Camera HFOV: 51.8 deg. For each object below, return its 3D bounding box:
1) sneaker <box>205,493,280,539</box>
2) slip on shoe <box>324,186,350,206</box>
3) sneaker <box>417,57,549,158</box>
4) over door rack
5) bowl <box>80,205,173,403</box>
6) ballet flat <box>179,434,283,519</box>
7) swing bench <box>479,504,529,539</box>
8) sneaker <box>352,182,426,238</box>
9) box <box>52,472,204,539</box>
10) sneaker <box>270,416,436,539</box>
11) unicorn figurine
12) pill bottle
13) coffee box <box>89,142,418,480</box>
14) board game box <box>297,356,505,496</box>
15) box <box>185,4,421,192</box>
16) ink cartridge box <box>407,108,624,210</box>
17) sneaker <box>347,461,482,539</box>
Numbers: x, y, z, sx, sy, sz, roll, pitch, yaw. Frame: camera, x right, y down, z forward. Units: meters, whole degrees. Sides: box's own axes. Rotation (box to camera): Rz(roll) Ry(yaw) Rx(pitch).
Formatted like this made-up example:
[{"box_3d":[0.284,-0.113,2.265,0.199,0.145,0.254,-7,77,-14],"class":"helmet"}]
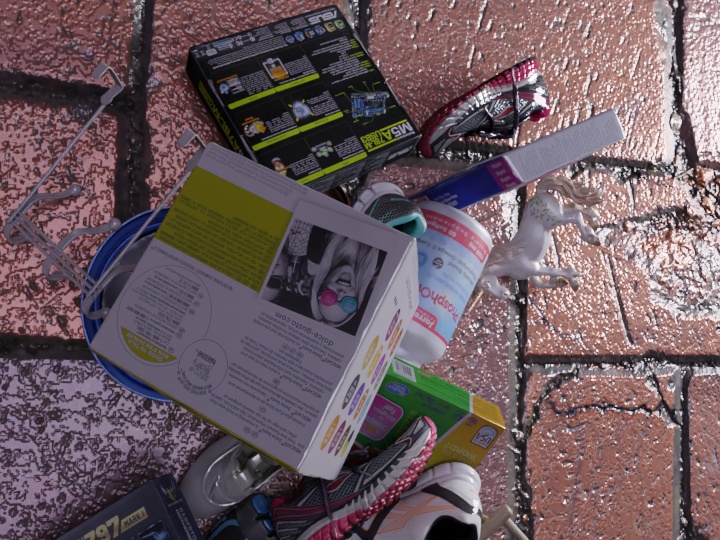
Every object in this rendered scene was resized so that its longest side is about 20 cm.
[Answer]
[{"box_3d":[-0.086,0.336,0.803,0.081,0.073,0.202,-32,100,8],"class":"sneaker"},{"box_3d":[-0.080,-0.122,0.832,0.074,0.061,0.200,-44,99,-15],"class":"slip on shoe"},{"box_3d":[0.155,-0.188,0.903,0.198,0.080,0.076,-31,99,-19],"class":"sneaker"},{"box_3d":[-0.243,-0.074,0.726,0.147,0.066,0.202,35,94,21],"class":"over door rack"},{"box_3d":[-0.190,0.035,0.784,0.195,0.039,0.206,2,83,-14],"class":"bowl"},{"box_3d":[-0.108,0.197,0.783,0.198,0.069,0.070,-34,97,-10],"class":"ballet flat"},{"box_3d":[0.134,0.393,0.834,0.199,0.129,0.200,47,73,-11],"class":"swing bench"},{"box_3d":[0.000,0.000,0.796,0.077,0.091,0.203,31,89,-34],"class":"sneaker"},{"box_3d":[-0.232,0.312,0.696,0.198,0.051,0.160,-32,80,4],"class":"box"},{"box_3d":[-0.007,0.212,0.745,0.199,0.081,0.075,-38,69,2],"class":"sneaker"},{"box_3d":[0.217,-0.024,0.922,0.135,0.074,0.204,20,89,-8],"class":"unicorn figurine"},{"box_3d":[0.065,0.032,0.846,0.107,0.108,0.203,30,77,-15],"class":"pill bottle"},{"box_3d":[-0.076,0.048,0.659,0.197,0.200,0.201,25,77,13],"class":"coffee box"},{"box_3d":[0.040,0.204,0.807,0.151,0.041,0.202,25,112,-15],"class":"board game box"},{"box_3d":[-0.061,-0.182,0.811,0.198,0.048,0.196,-27,80,-28],"class":"box"},{"box_3d":[0.163,-0.109,0.845,0.197,0.196,0.044,-25,92,-19],"class":"ink cartridge box"},{"box_3d":[0.039,0.274,0.775,0.198,0.081,0.074,-32,117,14],"class":"sneaker"}]
